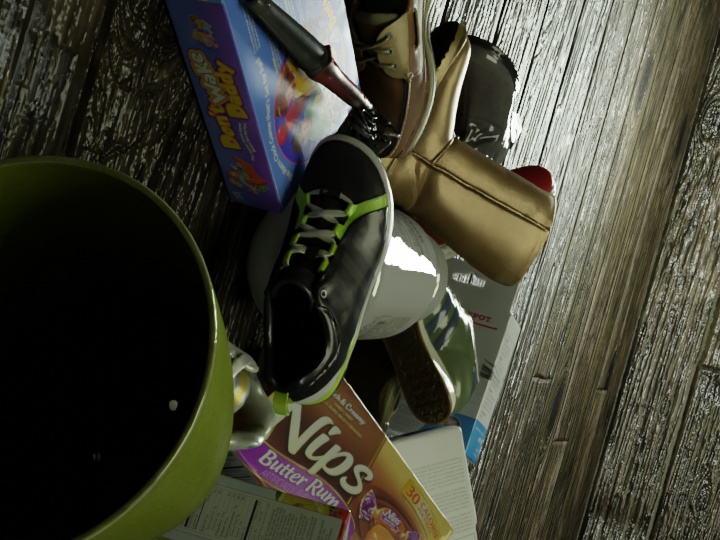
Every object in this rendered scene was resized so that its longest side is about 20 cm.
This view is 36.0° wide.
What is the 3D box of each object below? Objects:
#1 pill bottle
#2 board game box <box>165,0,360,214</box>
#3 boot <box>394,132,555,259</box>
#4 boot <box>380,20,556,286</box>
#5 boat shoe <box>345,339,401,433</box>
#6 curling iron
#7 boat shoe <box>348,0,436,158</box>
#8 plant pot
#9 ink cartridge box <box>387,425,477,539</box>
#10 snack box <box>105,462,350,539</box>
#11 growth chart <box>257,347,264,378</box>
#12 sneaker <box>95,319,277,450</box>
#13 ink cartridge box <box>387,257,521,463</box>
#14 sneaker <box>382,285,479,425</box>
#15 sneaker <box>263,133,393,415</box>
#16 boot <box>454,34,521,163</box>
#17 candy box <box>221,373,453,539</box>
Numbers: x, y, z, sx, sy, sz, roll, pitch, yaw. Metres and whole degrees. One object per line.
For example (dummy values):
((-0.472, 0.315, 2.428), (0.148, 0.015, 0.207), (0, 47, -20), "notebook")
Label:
((0.000, 0.000, 0.913), (0.200, 0.114, 0.115), (6, 98, -67), "pill bottle")
((-0.061, -0.158, 0.758), (0.135, 0.045, 0.200), (-59, 153, -33), "board game box")
((0.113, -0.098, 1.095), (0.199, 0.072, 0.145), (-23, 129, -24), "boot")
((0.104, -0.104, 1.012), (0.200, 0.066, 0.176), (29, 96, -29), "boot")
((-0.005, 0.147, 1.056), (0.201, 0.073, 0.063), (-61, 151, -46), "boat shoe")
((-0.022, -0.135, 0.749), (0.026, 0.050, 0.200), (-41, 148, 5), "curling iron")
((0.018, -0.193, 0.898), (0.074, 0.075, 0.201), (-4, 100, -61), "boat shoe")
((-0.141, 0.070, 0.570), (0.200, 0.186, 0.188), (71, 39, -67), "plant pot")
((0.018, 0.237, 0.955), (0.199, 0.043, 0.174), (-7, 86, -37), "ink cartridge box")
((-0.084, 0.192, 0.741), (0.200, 0.142, 0.053), (96, 11, -61), "snack box")
((-0.075, 0.131, 0.938), (0.200, 0.018, 0.145), (-61, 149, -30), "growth chart")
((-0.114, 0.056, 0.727), (0.077, 0.080, 0.200), (-64, 154, -20), "sneaker")
((0.100, 0.094, 1.206), (0.201, 0.115, 0.067), (-69, 157, -12), "ink cartridge box")
((0.064, 0.042, 1.074), (0.090, 0.067, 0.201), (-19, 93, -54), "sneaker")
((-0.025, 0.001, 0.766), (0.083, 0.071, 0.201), (21, 77, -75), "sneaker")
((0.113, -0.141, 1.158), (0.132, 0.070, 0.200), (-59, 149, -18), "boot")
((-0.025, 0.172, 0.876), (0.117, 0.056, 0.200), (-44, 107, -35), "candy box")
